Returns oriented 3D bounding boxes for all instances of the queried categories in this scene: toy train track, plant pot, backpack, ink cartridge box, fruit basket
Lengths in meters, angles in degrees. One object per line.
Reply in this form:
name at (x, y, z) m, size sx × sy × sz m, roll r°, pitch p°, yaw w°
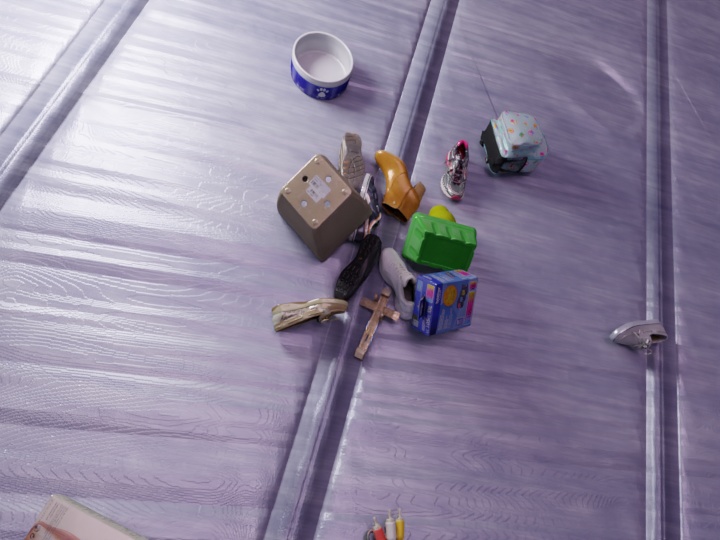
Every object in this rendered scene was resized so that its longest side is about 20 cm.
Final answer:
toy train track at (0.033, 0.132, 1.385) m, size 0.111 × 0.033 × 0.205 m, roll 20°, pitch 67°, yaw 12°
plant pot at (-0.103, -0.176, 1.379) m, size 0.200 × 0.177 × 0.200 m, roll -43°, pitch 81°, yaw -3°
backpack at (0.507, -0.412, 1.730) m, size 0.193 × 0.154 × 0.181 m, roll 2°, pitch 59°, yaw -23°
ink cartridge box at (0.206, 0.082, 1.384) m, size 0.195 × 0.075 × 0.142 m, roll -7°, pitch 110°, yaw -37°
fruit basket at (0.224, -0.091, 1.521) m, size 0.208 × 0.161 × 0.217 m, roll 15°, pitch 19°, yaw -5°

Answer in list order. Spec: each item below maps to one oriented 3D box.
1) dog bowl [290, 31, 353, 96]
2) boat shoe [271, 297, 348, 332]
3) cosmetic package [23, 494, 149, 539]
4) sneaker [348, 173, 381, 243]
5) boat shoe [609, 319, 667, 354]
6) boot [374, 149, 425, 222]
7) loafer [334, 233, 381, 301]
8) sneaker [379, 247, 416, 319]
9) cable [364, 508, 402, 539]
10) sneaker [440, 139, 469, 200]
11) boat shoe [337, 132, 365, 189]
dog bowl at (-0.122, -0.642, 1.683) m, size 0.192 × 0.079 × 0.207 m, roll 6°, pitch 64°, yaw -13°
boat shoe at (-0.124, 0.112, 1.343) m, size 0.192 × 0.074 × 0.065 m, roll -7°, pitch 73°, yaw -8°
cosmetic package at (-0.511, 0.513, 1.017) m, size 0.195 × 0.104 × 0.089 m, roll 27°, pitch 62°, yaw -1°
sneaker at (0.023, -0.169, 1.510) m, size 0.077 × 0.079 × 0.207 m, roll 14°, pitch 73°, yaw -3°
boat shoe at (0.829, 0.203, 1.581) m, size 0.195 × 0.076 × 0.088 m, roll -3°, pitch 49°, yaw -25°
boot at (0.092, -0.246, 1.568) m, size 0.200 × 0.071 × 0.145 m, roll 40°, pitch 58°, yaw -2°
loafer at (0.000, 0.000, 1.429) m, size 0.067 × 0.071 × 0.204 m, roll 22°, pitch 73°, yaw 31°
sneaker at (0.114, 0.020, 1.435) m, size 0.076 × 0.100 × 0.205 m, roll -17°, pitch 71°, yaw -21°
cable at (0.069, 0.634, 1.166) m, size 0.094 × 0.051 × 0.206 m, roll -7°, pitch 67°, yaw -19°
sneaker at (0.295, -0.310, 1.659) m, size 0.078 × 0.075 × 0.207 m, roll 12°, pitch 64°, yaw -11°
boat shoe at (-0.029, -0.305, 1.560) m, size 0.072 × 0.074 × 0.206 m, roll 12°, pitch 58°, yaw -14°
